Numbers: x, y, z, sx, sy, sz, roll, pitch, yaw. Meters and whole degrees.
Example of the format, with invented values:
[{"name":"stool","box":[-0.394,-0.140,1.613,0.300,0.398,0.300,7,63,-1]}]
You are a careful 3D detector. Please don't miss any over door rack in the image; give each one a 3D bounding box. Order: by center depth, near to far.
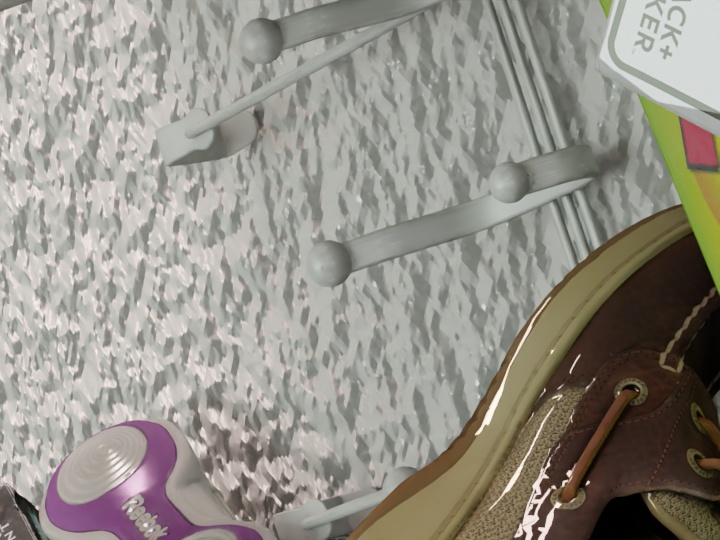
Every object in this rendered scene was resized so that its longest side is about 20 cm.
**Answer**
[{"name":"over door rack","box":[0.000,0.000,0.816,0.200,0.066,0.148,-28,77,57]}]

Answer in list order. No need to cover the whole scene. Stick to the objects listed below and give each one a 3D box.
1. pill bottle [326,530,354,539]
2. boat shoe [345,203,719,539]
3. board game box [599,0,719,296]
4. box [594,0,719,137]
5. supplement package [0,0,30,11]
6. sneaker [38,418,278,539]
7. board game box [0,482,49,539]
[{"name":"pill bottle","box":[0.013,0.118,0.714,0.106,0.199,0.107,28,124,50]},{"name":"boat shoe","box":[0.057,0.059,0.654,0.072,0.200,0.072,27,136,22]},{"name":"board game box","box":[0.131,-0.004,0.628,0.102,0.047,0.201,-38,70,56]},{"name":"box","box":[0.151,-0.051,0.513,0.200,0.060,0.117,30,121,31]},{"name":"supplement package","box":[-0.065,-0.144,0.723,0.120,0.200,0.122,-4,107,57]},{"name":"sneaker","box":[-0.046,0.122,0.904,0.100,0.075,0.200,59,180,-26]},{"name":"board game box","box":[-0.074,0.179,0.968,0.200,0.028,0.135,59,180,25]}]
